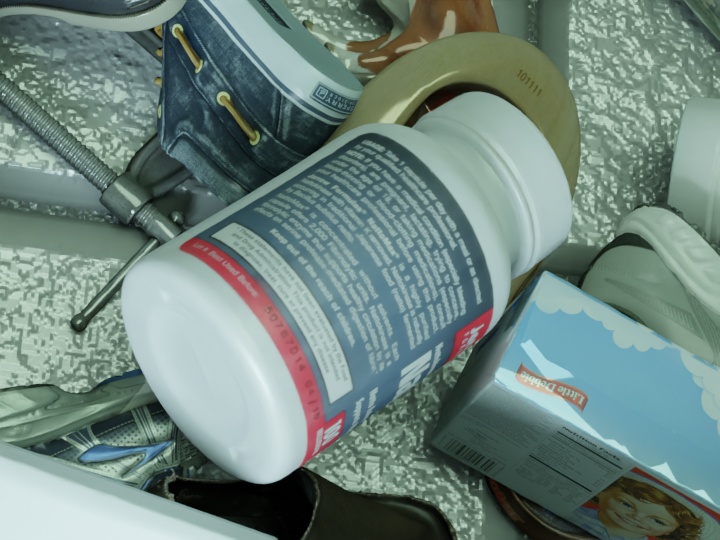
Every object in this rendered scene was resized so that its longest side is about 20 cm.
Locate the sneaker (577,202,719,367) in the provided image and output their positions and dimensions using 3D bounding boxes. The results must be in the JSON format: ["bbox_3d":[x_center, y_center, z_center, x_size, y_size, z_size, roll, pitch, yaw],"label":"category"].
[{"bbox_3d":[0.194,0.058,1.080,0.200,0.074,0.079,43,74,11],"label":"sneaker"}]

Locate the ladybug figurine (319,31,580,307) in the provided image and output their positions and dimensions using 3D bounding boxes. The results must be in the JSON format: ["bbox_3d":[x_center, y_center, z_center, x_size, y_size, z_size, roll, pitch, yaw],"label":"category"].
[{"bbox_3d":[0.033,-0.037,1.094,0.136,0.072,0.200,44,73,-13],"label":"ladybug figurine"}]

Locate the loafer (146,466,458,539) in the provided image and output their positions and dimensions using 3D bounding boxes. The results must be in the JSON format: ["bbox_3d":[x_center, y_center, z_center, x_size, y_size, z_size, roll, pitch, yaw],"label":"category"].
[{"bbox_3d":[-0.027,0.131,0.995,0.200,0.071,0.073,2,43,-36],"label":"loafer"}]

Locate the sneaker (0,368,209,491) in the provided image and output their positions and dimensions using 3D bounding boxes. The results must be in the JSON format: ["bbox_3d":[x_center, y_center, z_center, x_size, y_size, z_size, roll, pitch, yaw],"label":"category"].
[{"bbox_3d":[-0.115,0.095,1.023,0.200,0.077,0.085,-9,82,-11],"label":"sneaker"}]

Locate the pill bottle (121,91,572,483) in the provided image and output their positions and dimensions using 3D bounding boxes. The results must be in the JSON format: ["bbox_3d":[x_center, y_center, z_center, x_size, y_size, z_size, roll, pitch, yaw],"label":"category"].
[{"bbox_3d":[0.000,0.000,0.972,0.200,0.120,0.120,-33,81,-27],"label":"pill bottle"}]

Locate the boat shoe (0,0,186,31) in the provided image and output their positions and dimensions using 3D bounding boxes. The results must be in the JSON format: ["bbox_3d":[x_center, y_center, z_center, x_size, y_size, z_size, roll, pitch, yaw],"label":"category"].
[{"bbox_3d":[-0.185,-0.167,1.061,0.200,0.063,0.073,6,60,20],"label":"boat shoe"}]

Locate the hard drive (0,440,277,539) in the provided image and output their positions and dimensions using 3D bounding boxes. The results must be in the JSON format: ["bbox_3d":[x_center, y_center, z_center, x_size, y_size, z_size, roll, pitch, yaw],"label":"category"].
[{"bbox_3d":[-0.148,0.151,0.941,0.200,0.027,0.132,18,103,11],"label":"hard drive"}]

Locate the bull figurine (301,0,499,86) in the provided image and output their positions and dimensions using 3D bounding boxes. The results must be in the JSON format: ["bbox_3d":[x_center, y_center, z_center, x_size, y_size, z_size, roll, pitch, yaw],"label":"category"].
[{"bbox_3d":[0.020,-0.187,1.165,0.121,0.065,0.200,-9,70,-14],"label":"bull figurine"}]

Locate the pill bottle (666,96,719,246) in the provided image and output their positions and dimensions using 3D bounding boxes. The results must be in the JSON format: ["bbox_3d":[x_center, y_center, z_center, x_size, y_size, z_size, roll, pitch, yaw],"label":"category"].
[{"bbox_3d":[0.272,-0.041,1.127,0.200,0.113,0.113,10,65,13],"label":"pill bottle"}]

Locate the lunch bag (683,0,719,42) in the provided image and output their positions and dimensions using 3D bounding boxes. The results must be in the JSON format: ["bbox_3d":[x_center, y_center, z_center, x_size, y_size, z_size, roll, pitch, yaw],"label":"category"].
[{"bbox_3d":[0.273,-0.200,1.211,0.200,0.118,0.164,44,65,10],"label":"lunch bag"}]

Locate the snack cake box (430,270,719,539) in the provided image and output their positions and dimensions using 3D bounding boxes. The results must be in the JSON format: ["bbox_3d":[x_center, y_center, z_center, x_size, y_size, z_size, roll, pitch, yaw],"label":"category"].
[{"bbox_3d":[0.147,0.091,1.023,0.200,0.115,0.067,30,65,-3],"label":"snack cake box"}]

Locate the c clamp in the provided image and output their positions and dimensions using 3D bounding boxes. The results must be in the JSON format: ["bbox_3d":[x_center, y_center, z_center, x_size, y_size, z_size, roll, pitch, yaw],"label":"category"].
[{"bbox_3d":[-0.153,-0.094,1.102,0.200,0.027,0.171,46,65,5],"label":"c clamp"}]

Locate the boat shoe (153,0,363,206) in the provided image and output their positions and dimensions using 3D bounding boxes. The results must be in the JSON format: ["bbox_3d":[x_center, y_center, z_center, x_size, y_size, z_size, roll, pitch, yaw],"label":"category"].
[{"bbox_3d":[-0.083,-0.115,1.087,0.071,0.091,0.200,22,22,-46],"label":"boat shoe"}]

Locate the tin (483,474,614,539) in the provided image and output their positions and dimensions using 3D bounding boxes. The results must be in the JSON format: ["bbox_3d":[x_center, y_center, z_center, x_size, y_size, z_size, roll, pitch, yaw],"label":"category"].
[{"bbox_3d":[0.154,0.075,1.115,0.200,0.042,0.112,-26,82,-23],"label":"tin"}]
